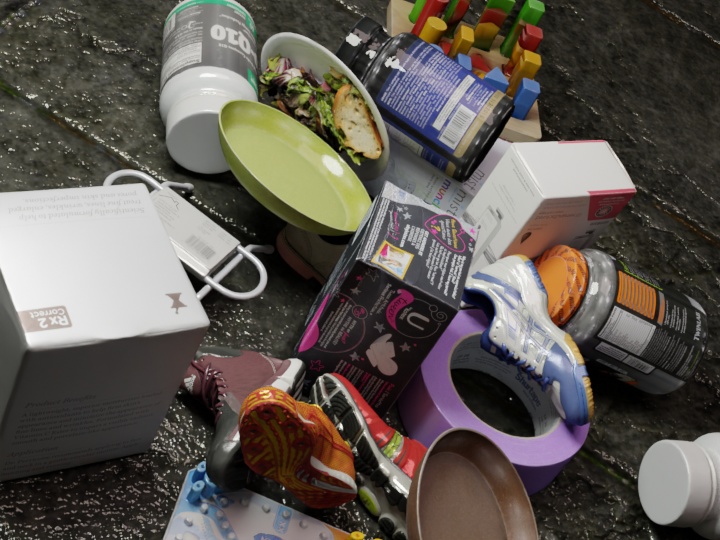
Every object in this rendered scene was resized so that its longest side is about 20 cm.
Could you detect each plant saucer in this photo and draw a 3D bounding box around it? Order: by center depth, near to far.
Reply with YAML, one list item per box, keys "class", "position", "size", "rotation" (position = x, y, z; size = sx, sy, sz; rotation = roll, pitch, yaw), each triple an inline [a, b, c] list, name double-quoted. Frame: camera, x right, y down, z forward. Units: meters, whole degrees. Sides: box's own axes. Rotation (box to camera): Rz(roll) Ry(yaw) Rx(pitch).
- class: "plant saucer"
  position: [0.103, 0.250, 1.271]
  size: [0.200, 0.034, 0.202]
  rotation: [28, 52, -42]
- class: "plant saucer"
  position: [-0.074, -0.103, 1.428]
  size: [0.199, 0.031, 0.200]
  rotation: [33, 25, -18]

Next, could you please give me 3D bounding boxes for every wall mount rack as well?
- class: "wall mount rack"
  position: [-0.175, -0.034, 1.412]
  size: [0.200, 0.075, 0.174]
  rotation: [38, 46, 7]

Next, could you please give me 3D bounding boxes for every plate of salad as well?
- class: "plate of salad"
  position: [-0.048, -0.178, 1.536]
  size: [0.200, 0.200, 0.048]
  rotation: [41, 64, 11]

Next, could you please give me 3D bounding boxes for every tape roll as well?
- class: "tape roll"
  position: [0.141, 0.139, 1.431]
  size: [0.199, 0.066, 0.201]
  rotation: [16, 45, -17]

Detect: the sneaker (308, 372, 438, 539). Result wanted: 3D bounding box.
- class: "sneaker"
  position: [0.024, 0.183, 1.324]
  size: [0.201, 0.077, 0.085]
  rotation: [53, 40, 8]

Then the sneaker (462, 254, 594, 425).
- class: "sneaker"
  position: [0.172, 0.083, 1.416]
  size: [0.088, 0.075, 0.201]
  rotation: [-19, 62, -13]

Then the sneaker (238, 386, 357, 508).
- class: "sneaker"
  position: [-0.061, 0.148, 1.208]
  size: [0.072, 0.200, 0.078]
  rotation: [-17, 57, 9]

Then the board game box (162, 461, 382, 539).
- class: "board game box"
  position: [-0.085, 0.283, 1.191]
  size: [0.199, 0.026, 0.201]
  rotation: [25, 42, -8]

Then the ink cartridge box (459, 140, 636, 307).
- class: "ink cartridge box"
  position: [0.197, -0.053, 1.545]
  size: [0.146, 0.200, 0.083]
  rotation: [-6, 56, -34]

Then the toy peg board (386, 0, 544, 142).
- class: "toy peg board"
  position: [0.141, -0.276, 1.664]
  size: [0.199, 0.098, 0.200]
  rotation: [17, 41, -14]

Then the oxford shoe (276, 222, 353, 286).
- class: "oxford shoe"
  position: [0.000, 0.000, 1.473]
  size: [0.199, 0.074, 0.071]
  rotation: [33, 42, 2]

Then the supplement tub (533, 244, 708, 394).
- class: "supplement tub"
  position: [0.285, 0.053, 1.527]
  size: [0.199, 0.123, 0.123]
  rotation: [25, 40, -25]

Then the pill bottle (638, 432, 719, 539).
- class: "pill bottle"
  position: [0.406, 0.234, 1.456]
  size: [0.198, 0.115, 0.115]
  rotation: [8, 47, -24]

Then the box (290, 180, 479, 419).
- class: "box"
  position: [0.022, 0.036, 1.357]
  size: [0.114, 0.200, 0.133]
  rotation: [27, 42, -6]

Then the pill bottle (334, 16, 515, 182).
- class: "pill bottle"
  position: [0.065, -0.198, 1.530]
  size: [0.199, 0.112, 0.112]
  rotation: [35, 42, 5]

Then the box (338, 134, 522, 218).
- class: "box"
  position: [0.094, -0.148, 1.655]
  size: [0.176, 0.097, 0.200]
  rotation: [36, 41, 9]

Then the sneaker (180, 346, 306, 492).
- class: "sneaker"
  position: [-0.134, 0.131, 1.268]
  size: [0.115, 0.076, 0.200]
  rotation: [18, 24, 10]

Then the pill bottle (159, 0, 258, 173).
- class: "pill bottle"
  position: [-0.173, -0.213, 1.548]
  size: [0.112, 0.113, 0.201]
  rotation: [13, 46, -19]

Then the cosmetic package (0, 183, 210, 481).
- class: "cosmetic package"
  position: [-0.258, 0.053, 1.179]
  size: [0.164, 0.200, 0.166]
  rotation: [-7, 54, -35]
